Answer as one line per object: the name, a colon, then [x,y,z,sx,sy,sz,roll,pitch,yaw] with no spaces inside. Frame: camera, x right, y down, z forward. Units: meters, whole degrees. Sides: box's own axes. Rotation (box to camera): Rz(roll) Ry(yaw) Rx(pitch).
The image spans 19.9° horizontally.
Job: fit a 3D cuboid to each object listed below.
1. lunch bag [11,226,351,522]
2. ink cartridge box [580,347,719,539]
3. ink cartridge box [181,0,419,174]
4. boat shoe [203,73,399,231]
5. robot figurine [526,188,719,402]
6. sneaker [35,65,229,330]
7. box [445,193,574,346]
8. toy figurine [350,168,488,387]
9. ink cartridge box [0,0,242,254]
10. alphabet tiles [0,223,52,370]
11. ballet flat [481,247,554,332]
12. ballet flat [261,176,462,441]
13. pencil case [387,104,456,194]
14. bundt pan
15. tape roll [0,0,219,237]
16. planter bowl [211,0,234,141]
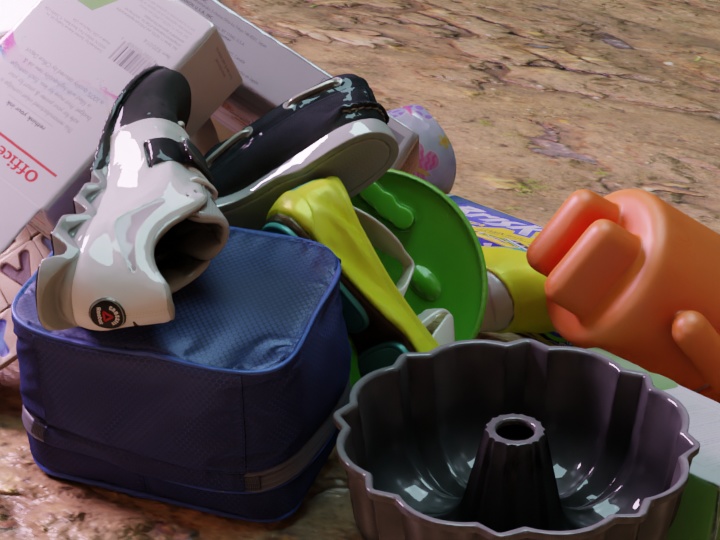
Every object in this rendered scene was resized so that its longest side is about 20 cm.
lunch bag: [-0.109,0.059,1.195,0.199,0.133,0.136,12,38,19]
ink cartridge box: [0.176,0.111,1.249,0.103,0.060,0.199,-8,23,-38]
ink cartridge box: [-0.052,-0.113,1.443,0.199,0.045,0.176,34,-7,6]
boat shoe: [-0.071,-0.051,1.271,0.199,0.076,0.061,-27,56,5]
robot figurine: [0.206,0.021,1.393,0.199,0.117,0.143,27,-17,-31]
sneaker: [-0.110,-0.037,1.158,0.088,0.074,0.201,5,46,11]
box: [0.115,0.000,1.559,0.199,0.065,0.070,22,23,40]
toy figurine: [0.000,0.000,1.381,0.200,0.150,0.184,44,2,9]
ink cartridge box: [-0.184,-0.091,1.274,0.117,0.200,0.067,35,-15,27]
alphabet tiles: [-0.262,-0.015,1.303,0.166,0.006,0.200,-34,59,0]
ballet flat: [0.068,0.013,1.496,0.199,0.067,0.067,18,37,42]
ballet flat: [0.018,0.029,1.241,0.067,0.201,0.067,-42,13,-32]
pencil case: [-0.015,-0.062,1.602,0.199,0.091,0.083,-26,28,-38]
bundt pan: [0.083,0.118,1.134,0.200,0.076,0.202,1,29,0]
tape roll: [-0.210,-0.082,1.403,0.201,0.204,0.139,15,-18,25]
planter bowl: [-0.176,-0.167,1.804,0.134,0.201,0.200,27,2,-39]
